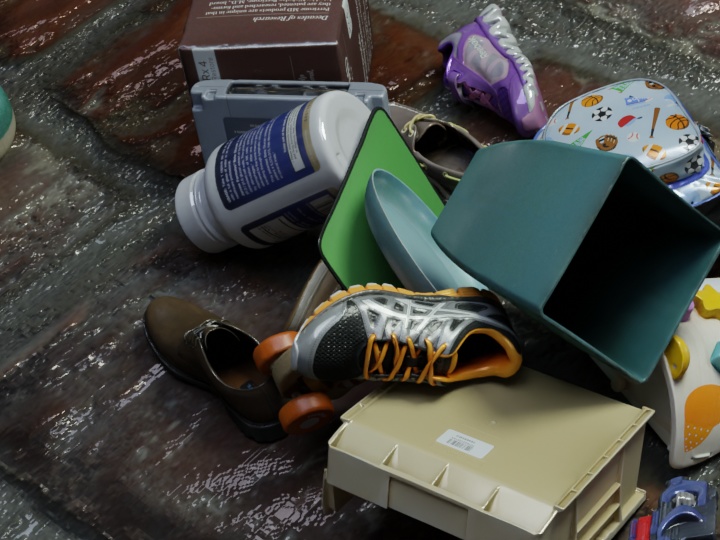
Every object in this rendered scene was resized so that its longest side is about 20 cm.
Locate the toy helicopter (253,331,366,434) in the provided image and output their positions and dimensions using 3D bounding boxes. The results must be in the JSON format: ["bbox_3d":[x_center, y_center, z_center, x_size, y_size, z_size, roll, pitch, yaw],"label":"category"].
[{"bbox_3d":[0.016,0.070,1.414,0.200,0.132,0.079,-1,56,-40],"label":"toy helicopter"}]

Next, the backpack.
[{"bbox_3d":[0.244,-0.088,1.536,0.200,0.154,0.191,-16,35,-1],"label":"backpack"}]

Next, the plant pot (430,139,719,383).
[{"bbox_3d":[0.162,-0.023,1.359,0.200,0.141,0.141,25,84,53],"label":"plant pot"}]

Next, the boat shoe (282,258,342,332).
[{"bbox_3d":[0.000,0.000,1.541,0.069,0.074,0.200,35,58,2],"label":"boat shoe"}]

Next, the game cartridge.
[{"bbox_3d":[-0.063,-0.126,1.631,0.200,0.133,0.042,3,44,16],"label":"game cartridge"}]

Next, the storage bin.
[{"bbox_3d":[0.102,0.157,1.308,0.200,0.094,0.199,20,33,27],"label":"storage bin"}]

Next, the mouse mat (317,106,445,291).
[{"bbox_3d":[0.026,-0.035,1.514,0.008,0.161,0.200,-10,40,33],"label":"mouse mat"}]

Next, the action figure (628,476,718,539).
[{"bbox_3d":[0.269,0.242,1.235,0.193,0.105,0.200,4,22,21],"label":"action figure"}]

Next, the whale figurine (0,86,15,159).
[{"bbox_3d":[-0.468,-0.147,1.748,0.200,0.104,0.159,-35,50,-22],"label":"whale figurine"}]

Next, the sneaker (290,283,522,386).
[{"bbox_3d":[0.040,0.058,1.308,0.200,0.078,0.077,-8,35,-23],"label":"sneaker"}]

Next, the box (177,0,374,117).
[{"bbox_3d":[-0.082,-0.233,1.717,0.164,0.166,0.200,-1,46,8],"label":"box"}]

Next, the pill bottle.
[{"bbox_3d":[-0.079,-0.087,1.571,0.200,0.111,0.111,-22,37,32],"label":"pill bottle"}]

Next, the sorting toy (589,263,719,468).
[{"bbox_3d":[0.298,0.055,1.434,0.180,0.107,0.200,-10,42,-27],"label":"sorting toy"}]

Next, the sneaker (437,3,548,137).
[{"bbox_3d":[0.135,-0.197,1.712,0.088,0.081,0.200,-21,41,0],"label":"sneaker"}]

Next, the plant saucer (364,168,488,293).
[{"bbox_3d":[0.064,-0.003,1.464,0.027,0.200,0.200,-37,43,15],"label":"plant saucer"}]

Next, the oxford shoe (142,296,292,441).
[{"bbox_3d":[-0.132,0.067,1.491,0.073,0.084,0.200,-39,50,-23],"label":"oxford shoe"}]

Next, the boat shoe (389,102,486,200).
[{"bbox_3d":[0.076,-0.124,1.656,0.072,0.060,0.200,-32,49,-19],"label":"boat shoe"}]
